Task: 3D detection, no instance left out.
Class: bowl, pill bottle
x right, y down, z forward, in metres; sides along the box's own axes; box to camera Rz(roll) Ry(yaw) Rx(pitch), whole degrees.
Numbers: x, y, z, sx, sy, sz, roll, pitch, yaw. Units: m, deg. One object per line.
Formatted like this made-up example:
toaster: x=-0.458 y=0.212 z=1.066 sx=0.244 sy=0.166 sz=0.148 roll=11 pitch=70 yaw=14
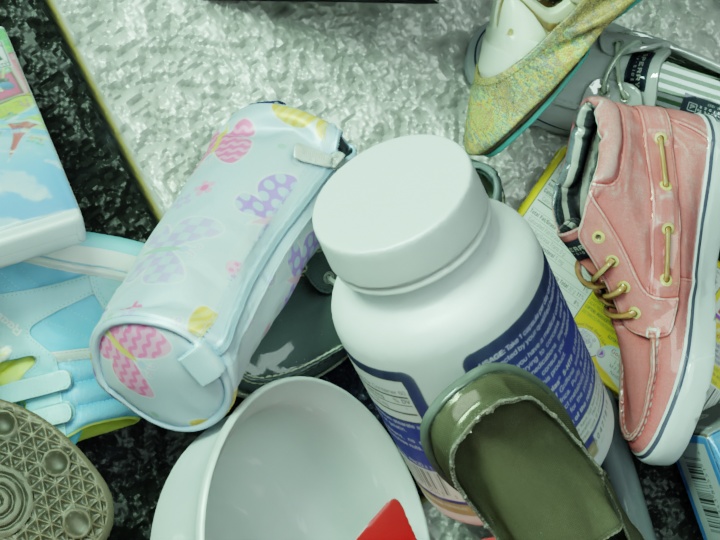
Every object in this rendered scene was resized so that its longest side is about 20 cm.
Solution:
bowl: x=-0.051 y=0.164 z=1.277 sx=0.201 sy=0.090 sz=0.203 roll=24 pitch=59 yaw=-47
pill bottle: x=0.052 y=0.031 z=1.272 sx=0.119 sy=0.120 sz=0.201 roll=-37 pitch=128 yaw=-12

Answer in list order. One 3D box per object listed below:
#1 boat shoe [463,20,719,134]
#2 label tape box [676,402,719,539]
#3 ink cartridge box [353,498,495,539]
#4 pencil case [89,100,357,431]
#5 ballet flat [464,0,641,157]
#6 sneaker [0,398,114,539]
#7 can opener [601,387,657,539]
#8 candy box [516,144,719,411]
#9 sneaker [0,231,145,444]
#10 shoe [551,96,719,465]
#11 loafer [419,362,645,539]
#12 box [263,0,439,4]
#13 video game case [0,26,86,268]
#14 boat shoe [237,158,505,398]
boat shoe: x=0.162 y=-0.113 z=1.385 sx=0.198 sy=0.067 sz=0.074 roll=11 pitch=80 yaw=-7
label tape box: x=0.293 y=0.121 z=1.361 sx=0.199 sy=0.063 sz=0.145 roll=-22 pitch=95 yaw=-17
ink cartridge box: x=0.061 y=0.226 z=1.268 sx=0.201 sy=0.067 sz=0.116 roll=62 pitch=36 yaw=-12
pencil case: x=-0.070 y=-0.004 z=1.280 sx=0.200 sy=0.090 sz=0.083 roll=-59 pitch=136 yaw=-42
ballet flat: x=0.114 y=-0.152 z=1.321 sx=0.071 sy=0.071 sz=0.200 roll=46 pitch=104 yaw=0
sneaker: x=-0.220 y=0.098 z=1.273 sx=0.199 sy=0.076 sz=0.071 roll=26 pitch=76 yaw=6
can opener: x=0.144 y=0.167 z=1.349 sx=0.052 sy=0.067 sz=0.202 roll=-13 pitch=76 yaw=-8
candy box: x=0.168 y=0.027 z=1.386 sx=0.199 sy=0.026 sz=0.103 roll=37 pitch=77 yaw=-3
sneaker: x=-0.203 y=0.041 z=1.297 sx=0.198 sy=0.080 sz=0.132 roll=7 pitch=79 yaw=-7
shoe: x=0.149 y=0.004 z=1.327 sx=0.090 sy=0.071 sz=0.202 roll=11 pitch=84 yaw=-18
loafer: x=0.104 y=0.122 z=1.231 sx=0.075 sy=0.070 sz=0.200 roll=-44 pitch=128 yaw=1
box: x=-0.008 y=-0.249 z=1.325 sx=0.047 sy=0.192 sz=0.201 roll=27 pitch=75 yaw=-42
video game case: x=-0.265 y=-0.049 z=1.273 sx=0.199 sy=0.022 sz=0.183 roll=-17 pitch=44 yaw=-11
boat shoe: x=0.000 y=0.000 z=1.344 sx=0.199 sy=0.062 sz=0.073 roll=-35 pitch=88 yaw=-12
